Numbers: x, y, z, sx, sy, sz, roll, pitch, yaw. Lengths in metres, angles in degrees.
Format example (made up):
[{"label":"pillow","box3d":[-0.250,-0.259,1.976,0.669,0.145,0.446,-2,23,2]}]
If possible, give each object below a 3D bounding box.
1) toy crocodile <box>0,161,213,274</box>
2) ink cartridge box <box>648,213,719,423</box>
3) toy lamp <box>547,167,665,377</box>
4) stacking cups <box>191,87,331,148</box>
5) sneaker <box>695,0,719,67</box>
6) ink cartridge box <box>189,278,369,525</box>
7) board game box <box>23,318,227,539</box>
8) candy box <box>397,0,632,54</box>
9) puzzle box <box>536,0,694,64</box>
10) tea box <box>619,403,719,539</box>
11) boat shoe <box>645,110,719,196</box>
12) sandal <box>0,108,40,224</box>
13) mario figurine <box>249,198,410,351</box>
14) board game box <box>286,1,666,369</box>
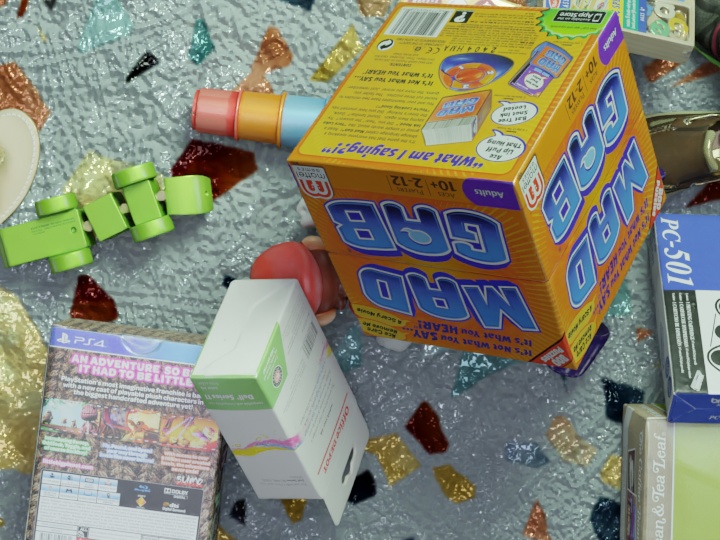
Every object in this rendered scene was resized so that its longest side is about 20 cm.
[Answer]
[{"label":"toy crocodile","box3d":[-0.228,-0.046,1.526,0.200,0.062,0.068,-19,92,6]},{"label":"ink cartridge box","box3d":[0.303,0.038,1.467,0.094,0.044,0.200,1,49,0]},{"label":"toy lamp","box3d":[0.209,-0.001,1.501,0.058,0.058,0.200,15,109,0]},{"label":"stacking cups","box3d":[-0.050,-0.127,1.523,0.200,0.061,0.061,5,92,4]},{"label":"sneaker","box3d":[0.336,-0.196,1.475,0.077,0.084,0.200,-14,57,-8]},{"label":"ink cartridge box","box3d":[-0.065,0.117,1.468,0.067,0.117,0.200,-3,133,25]},{"label":"board game box","box3d":[-0.198,0.152,1.507,0.159,0.097,0.200,8,92,0]},{"label":"candy box","box3d":[0.127,-0.198,1.486,0.200,0.115,0.055,20,91,0]},{"label":"puzzle box","box3d":[0.220,-0.271,1.467,0.133,0.025,0.200,11,55,-5]},{"label":"tea box","box3d":[0.330,0.221,1.486,0.196,0.134,0.200,2,91,0]},{"label":"boat shoe","box3d":[0.297,-0.109,1.507,0.202,0.075,0.075,-13,91,1]},{"label":"sandal","box3d":[-0.363,-0.054,1.516,0.078,0.070,0.212,41,91,-1]},{"label":"mario figurine","box3d":[0.000,0.000,1.526,0.200,0.106,0.124,-3,55,-10]},{"label":"board game box","box3d":[0.099,-0.072,1.364,0.200,0.200,0.200,8,49,32]}]
